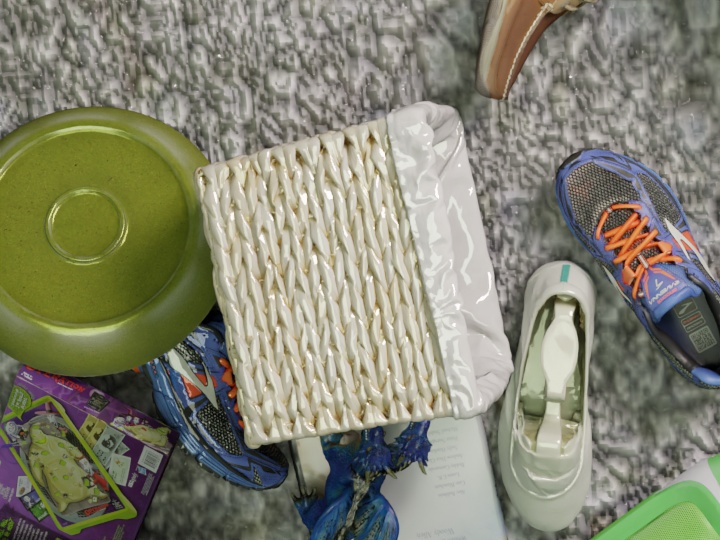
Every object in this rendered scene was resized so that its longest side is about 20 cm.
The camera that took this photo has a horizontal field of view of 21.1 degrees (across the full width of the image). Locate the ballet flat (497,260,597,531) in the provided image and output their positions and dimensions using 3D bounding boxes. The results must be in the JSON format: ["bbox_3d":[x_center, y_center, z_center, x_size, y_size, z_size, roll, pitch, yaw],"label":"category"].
[{"bbox_3d":[0.132,0.094,1.354,0.069,0.069,0.201,5,102,6],"label":"ballet flat"}]

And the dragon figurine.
[{"bbox_3d":[-0.008,0.170,1.340,0.059,0.099,0.200,14,112,-17],"label":"dragon figurine"}]

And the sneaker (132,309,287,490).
[{"bbox_3d":[-0.112,0.070,1.367,0.078,0.075,0.200,-36,97,9],"label":"sneaker"}]

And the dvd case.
[{"bbox_3d":[0.025,0.149,1.402,0.142,0.018,0.201,-11,100,8],"label":"dvd case"}]

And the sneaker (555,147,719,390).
[{"bbox_3d":[0.205,0.000,1.319,0.075,0.078,0.200,-39,95,12],"label":"sneaker"}]

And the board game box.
[{"bbox_3d":[-0.210,0.158,1.380,0.120,0.032,0.200,25,132,-2],"label":"board game box"}]

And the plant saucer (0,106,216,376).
[{"bbox_3d":[-0.188,-0.027,1.332,0.199,0.031,0.201,0,70,0],"label":"plant saucer"}]

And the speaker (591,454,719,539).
[{"bbox_3d":[0.201,0.214,1.354,0.200,0.088,0.089,-39,95,12],"label":"speaker"}]

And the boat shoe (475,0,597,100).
[{"bbox_3d":[0.133,-0.203,1.290,0.072,0.076,0.201,21,105,0],"label":"boat shoe"}]

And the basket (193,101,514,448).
[{"bbox_3d":[0.000,0.000,1.276,0.160,0.198,0.201,-10,93,10],"label":"basket"}]
